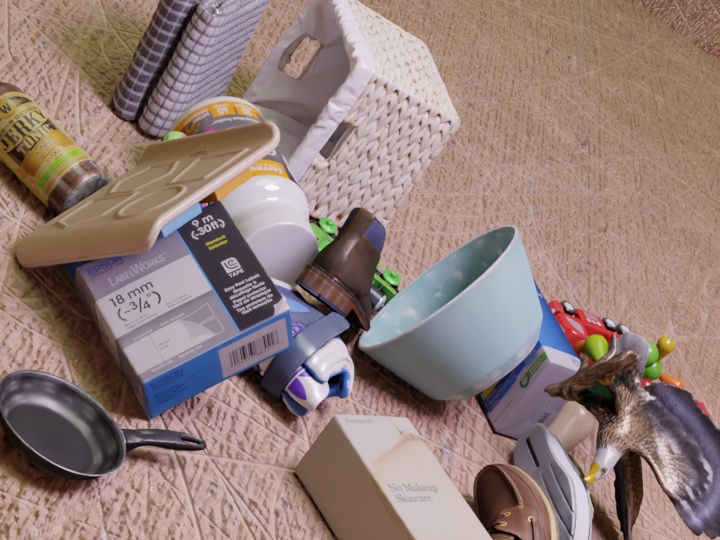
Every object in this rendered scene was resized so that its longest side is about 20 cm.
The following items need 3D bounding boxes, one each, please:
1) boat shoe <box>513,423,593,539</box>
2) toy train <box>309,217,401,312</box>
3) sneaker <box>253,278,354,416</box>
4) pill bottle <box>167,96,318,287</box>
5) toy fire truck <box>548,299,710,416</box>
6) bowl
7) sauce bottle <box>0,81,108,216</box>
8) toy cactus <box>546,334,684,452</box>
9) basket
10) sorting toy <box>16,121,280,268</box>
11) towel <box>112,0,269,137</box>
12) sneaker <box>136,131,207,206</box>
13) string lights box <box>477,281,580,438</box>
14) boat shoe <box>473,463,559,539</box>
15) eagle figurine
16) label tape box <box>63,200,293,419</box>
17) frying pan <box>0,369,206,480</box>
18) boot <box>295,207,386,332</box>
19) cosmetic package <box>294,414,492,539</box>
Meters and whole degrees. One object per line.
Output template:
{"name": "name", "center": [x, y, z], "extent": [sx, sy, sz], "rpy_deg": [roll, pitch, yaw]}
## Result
{"name": "boat shoe", "center": [0.200, 0.222, 1.753], "extent": [0.062, 0.072, 0.201], "rpy_deg": [32, 24, -21]}
{"name": "toy train", "center": [-0.041, -0.026, 1.910], "extent": [0.199, 0.042, 0.056], "rpy_deg": [39, 35, 5]}
{"name": "sneaker", "center": [-0.087, 0.065, 1.637], "extent": [0.199, 0.081, 0.147], "rpy_deg": [16, 27, -48]}
{"name": "pill bottle", "center": [-0.118, -0.074, 1.800], "extent": [0.116, 0.117, 0.201], "rpy_deg": [15, 32, -38]}
{"name": "toy fire truck", "center": [0.302, 0.118, 2.090], "extent": [0.199, 0.049, 0.142], "rpy_deg": [21, 29, -30]}
{"name": "bowl", "center": [0.106, 0.056, 1.809], "extent": [0.105, 0.200, 0.201], "rpy_deg": [53, 23, -9]}
{"name": "sauce bottle", "center": [-0.325, -0.131, 1.696], "extent": [0.200, 0.065, 0.065], "rpy_deg": [42, 25, 15]}
{"name": "toy cactus", "center": [0.252, 0.138, 1.907], "extent": [0.102, 0.200, 0.165], "rpy_deg": [48, 64, -11]}
{"name": "basket", "center": [-0.014, -0.177, 2.020], "extent": [0.160, 0.199, 0.201], "rpy_deg": [24, 27, -28]}
{"name": "sorting toy", "center": [-0.185, -0.062, 1.591], "extent": [0.200, 0.184, 0.037], "rpy_deg": [-45, 118, -42]}
{"name": "towel", "center": [-0.185, -0.250, 1.965], "extent": [0.085, 0.167, 0.200], "rpy_deg": [31, 24, 4]}
{"name": "sneaker", "center": [-0.190, -0.041, 1.710], "extent": [0.077, 0.083, 0.201], "rpy_deg": [41, 36, -33]}
{"name": "string lights box", "center": [0.158, 0.075, 1.914], "extent": [0.059, 0.103, 0.201], "rpy_deg": [19, 29, -34]}
{"name": "boat shoe", "center": [0.139, 0.247, 1.625], "extent": [0.067, 0.072, 0.201], "rpy_deg": [23, 31, -30]}
{"name": "eagle figurine", "center": [0.272, 0.174, 1.768], "extent": [0.201, 0.151, 0.152], "rpy_deg": [51, 1, -12]}
{"name": "label tape box", "center": [-0.167, 0.009, 1.554], "extent": [0.143, 0.064, 0.201], "rpy_deg": [-26, 59, -15]}
{"name": "frying pan", "center": [-0.217, 0.121, 1.432], "extent": [0.115, 0.031, 0.189], "rpy_deg": [47, 23, 20]}
{"name": "boot", "center": [0.000, 0.000, 1.780], "extent": [0.074, 0.097, 0.200], "rpy_deg": [34, -1, 11]}
{"name": "cosmetic package", "center": [0.040, 0.221, 1.544], "extent": [0.103, 0.073, 0.201], "rpy_deg": [6, 39, -47]}
